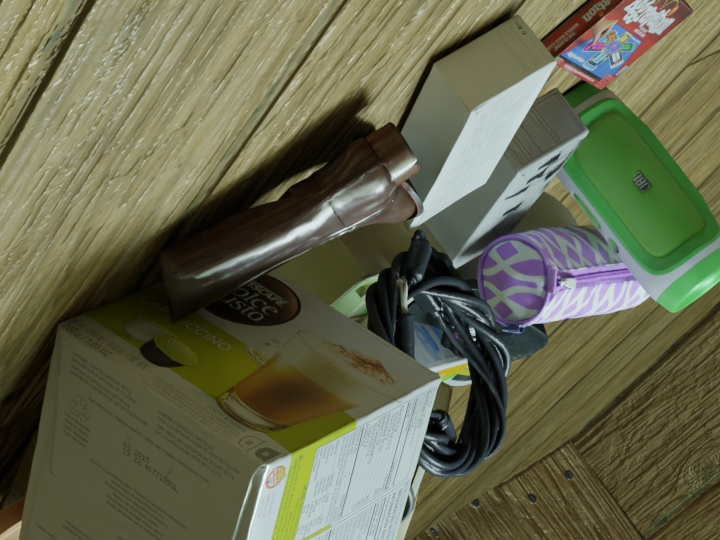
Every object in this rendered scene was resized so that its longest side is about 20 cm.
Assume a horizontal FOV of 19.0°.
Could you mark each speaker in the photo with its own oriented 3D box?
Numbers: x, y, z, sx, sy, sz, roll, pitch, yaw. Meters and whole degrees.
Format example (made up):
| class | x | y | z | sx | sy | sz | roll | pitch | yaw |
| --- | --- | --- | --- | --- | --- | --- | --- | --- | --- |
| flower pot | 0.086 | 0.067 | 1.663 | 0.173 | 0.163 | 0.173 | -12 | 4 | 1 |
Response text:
| class | x | y | z | sx | sy | sz | roll | pitch | yaw |
| --- | --- | --- | --- | --- | --- | --- | --- | --- | --- |
| speaker | 0.235 | -0.064 | 1.854 | 0.088 | 0.200 | 0.088 | -35 | 168 | -9 |

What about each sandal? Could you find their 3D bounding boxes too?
| class | x | y | z | sx | sy | sz | roll | pitch | yaw |
| --- | --- | --- | --- | --- | --- | --- | --- | --- | --- |
| sandal | 0.112 | 0.053 | 1.926 | 0.075 | 0.048 | 0.200 | -29 | 150 | 25 |

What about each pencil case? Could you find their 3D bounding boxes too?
| class | x | y | z | sx | sy | sz | roll | pitch | yaw |
| --- | --- | --- | --- | --- | --- | --- | --- | --- | --- |
| pencil case | 0.183 | 0.002 | 1.872 | 0.085 | 0.084 | 0.200 | -9 | 180 | 37 |

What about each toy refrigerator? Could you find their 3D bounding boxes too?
| class | x | y | z | sx | sy | sz | roll | pitch | yaw |
| --- | --- | --- | --- | --- | --- | --- | --- | --- | --- |
| toy refrigerator | 0.000 | 0.000 | 1.742 | 0.076 | 0.070 | 0.200 | -41 | 167 | 18 |

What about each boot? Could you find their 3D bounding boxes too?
| class | x | y | z | sx | sy | sz | roll | pitch | yaw |
| --- | --- | --- | --- | --- | --- | --- | --- | --- | --- |
| boot | -0.054 | -0.025 | 1.527 | 0.200 | 0.064 | 0.186 | -33 | 168 | -5 |

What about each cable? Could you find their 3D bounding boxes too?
| class | x | y | z | sx | sy | sz | roll | pitch | yaw |
| --- | --- | --- | --- | --- | --- | --- | --- | --- | --- |
| cable | 0.066 | 0.079 | 1.675 | 0.051 | 0.200 | 0.163 | -11 | -146 | 25 |

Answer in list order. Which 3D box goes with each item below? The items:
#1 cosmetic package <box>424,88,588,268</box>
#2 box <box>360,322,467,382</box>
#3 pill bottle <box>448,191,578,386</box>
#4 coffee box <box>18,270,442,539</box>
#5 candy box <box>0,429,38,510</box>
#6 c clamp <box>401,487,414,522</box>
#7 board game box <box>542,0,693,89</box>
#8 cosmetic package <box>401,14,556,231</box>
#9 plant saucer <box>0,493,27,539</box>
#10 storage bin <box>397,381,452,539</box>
| class | x | y | z | sx | sy | sz | roll | pitch | yaw |
| --- | --- | --- | --- | --- | --- | --- | --- | --- | --- |
| cosmetic package | 0.114 | -0.070 | 1.814 | 0.082 | 0.051 | 0.200 | -29 | 166 | -27 |
| box | 0.004 | 0.073 | 1.927 | 0.101 | 0.113 | 0.200 | -40 | 167 | 22 |
| pill bottle | 0.120 | 0.015 | 2.034 | 0.114 | 0.114 | 0.200 | -27 | 165 | -40 |
| coffee box | -0.094 | 0.135 | 1.528 | 0.197 | 0.199 | 0.201 | -23 | 136 | -47 |
| candy box | -0.222 | 0.163 | 1.757 | 0.116 | 0.057 | 0.200 | -30 | 167 | -28 |
| c clamp | -0.064 | 0.170 | 1.723 | 0.171 | 0.199 | 0.027 | -51 | -162 | 39 |
| board game box | 0.207 | -0.194 | 1.726 | 0.103 | 0.019 | 0.200 | -41 | 167 | 13 |
| cosmetic package | 0.073 | -0.107 | 1.593 | 0.082 | 0.051 | 0.200 | -34 | 168 | -24 |
| plant saucer | -0.249 | 0.210 | 1.667 | 0.200 | 0.032 | 0.200 | -34 | 167 | -9 |
| storage bin | -0.044 | 0.156 | 1.784 | 0.200 | 0.198 | 0.094 | 106 | -2 | -47 |
